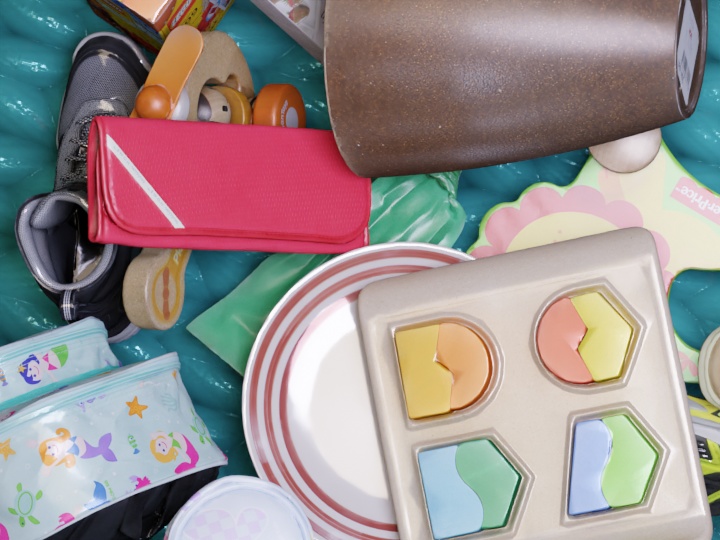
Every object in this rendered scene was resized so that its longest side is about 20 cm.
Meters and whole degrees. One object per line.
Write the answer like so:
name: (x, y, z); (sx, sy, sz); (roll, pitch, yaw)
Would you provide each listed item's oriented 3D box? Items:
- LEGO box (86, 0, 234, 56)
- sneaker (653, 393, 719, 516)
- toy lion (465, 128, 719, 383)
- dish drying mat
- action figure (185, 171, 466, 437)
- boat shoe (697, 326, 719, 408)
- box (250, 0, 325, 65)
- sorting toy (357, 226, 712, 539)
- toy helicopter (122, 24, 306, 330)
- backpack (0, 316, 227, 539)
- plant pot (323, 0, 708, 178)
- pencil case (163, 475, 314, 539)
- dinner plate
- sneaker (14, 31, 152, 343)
LEGO box: (-0.094, -0.239, 1.628); (0.077, 0.149, 0.200); (33, 85, 7)
sneaker: (0.253, 0.123, 1.596); (0.200, 0.076, 0.075); (28, 122, -13)
toy lion: (0.170, 0.006, 1.631); (0.200, 0.069, 0.192); (30, 92, 6)
dish drying mat: (-0.075, -0.050, 1.554); (0.200, 0.018, 0.077); (2, 83, -37)
action figure: (0.000, 0.000, 1.639); (0.118, 0.055, 0.200); (40, 85, 9)
boat shoe: (0.303, 0.055, 1.575); (0.200, 0.066, 0.074); (-3, 91, -21)
box: (-0.040, -0.170, 1.594); (0.041, 0.200, 0.039); (31, 86, 36)
sorting toy: (0.101, 0.084, 1.540); (0.185, 0.036, 0.200); (-12, 78, 10)
toy helicopter: (-0.108, -0.059, 1.584); (0.079, 0.132, 0.200); (2, 61, 24)
backpack: (-0.185, 0.115, 1.542); (0.177, 0.200, 0.151); (-18, 84, -43)
plant pot: (0.102, -0.142, 1.562); (0.200, 0.187, 0.187); (5, 82, 18)
pencil case: (-0.073, 0.180, 1.545); (0.083, 0.200, 0.091); (-41, 84, -14)
dinner plate: (0.028, 0.082, 1.587); (0.200, 0.024, 0.201); (0, 78, -1)
sneaker: (-0.165, -0.058, 1.621); (0.075, 0.114, 0.201); (-1, 83, 10)
